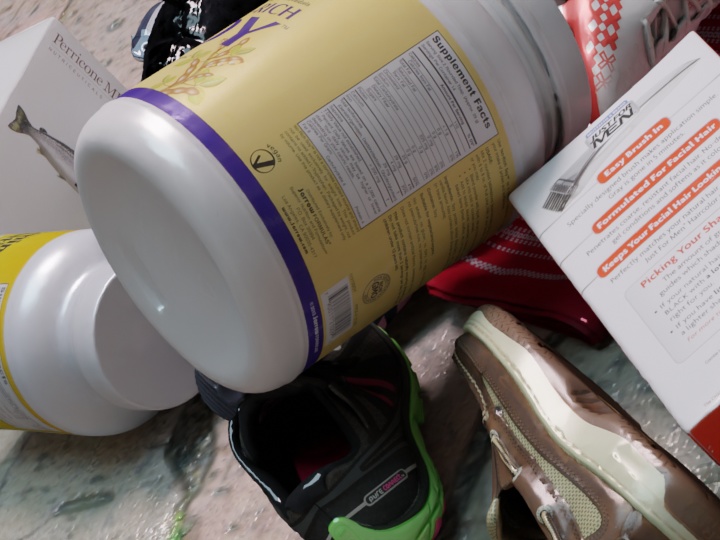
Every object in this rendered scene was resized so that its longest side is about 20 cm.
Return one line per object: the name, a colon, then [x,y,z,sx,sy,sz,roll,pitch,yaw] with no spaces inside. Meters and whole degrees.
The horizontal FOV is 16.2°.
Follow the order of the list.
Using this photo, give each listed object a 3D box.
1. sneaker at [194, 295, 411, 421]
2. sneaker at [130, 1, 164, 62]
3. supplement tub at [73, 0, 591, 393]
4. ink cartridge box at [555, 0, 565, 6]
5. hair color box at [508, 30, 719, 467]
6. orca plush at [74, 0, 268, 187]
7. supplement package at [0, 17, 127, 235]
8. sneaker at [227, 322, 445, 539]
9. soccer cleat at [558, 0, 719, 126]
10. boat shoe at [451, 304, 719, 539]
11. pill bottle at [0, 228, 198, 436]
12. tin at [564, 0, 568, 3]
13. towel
sneaker: [0.000,0.000,1.278,0.200,0.070,0.082,-44,-6,16]
sneaker: [-0.068,-0.109,1.426,0.108,0.070,0.200,-30,37,16]
supplement tub: [-0.010,-0.054,1.127,0.200,0.146,0.145,-35,21,-24]
ink cartridge box: [0.039,-0.169,1.337,0.144,0.084,0.200,-24,32,37]
hair color box: [0.150,-0.005,1.030,0.111,0.064,0.200,-42,34,7]
orca plush: [-0.104,-0.128,1.359,0.105,0.071,0.200,5,58,47]
supplement package: [-0.225,-0.038,1.574,0.117,0.117,0.200,-20,36,41]
sneaker: [-0.018,0.064,1.158,0.077,0.084,0.200,-47,28,9]
soccer cleat: [0.142,-0.135,1.202,0.085,0.069,0.200,-6,46,18]
boat shoe: [0.075,0.079,1.028,0.075,0.075,0.202,-50,26,3]
pill bottle: [-0.162,0.034,1.385,0.200,0.112,0.112,-2,49,54]
tin: [0.116,-0.159,1.347,0.200,0.042,0.112,-39,31,14]
towel: [0.126,-0.053,1.198,0.200,0.022,0.145,-51,28,-13]
